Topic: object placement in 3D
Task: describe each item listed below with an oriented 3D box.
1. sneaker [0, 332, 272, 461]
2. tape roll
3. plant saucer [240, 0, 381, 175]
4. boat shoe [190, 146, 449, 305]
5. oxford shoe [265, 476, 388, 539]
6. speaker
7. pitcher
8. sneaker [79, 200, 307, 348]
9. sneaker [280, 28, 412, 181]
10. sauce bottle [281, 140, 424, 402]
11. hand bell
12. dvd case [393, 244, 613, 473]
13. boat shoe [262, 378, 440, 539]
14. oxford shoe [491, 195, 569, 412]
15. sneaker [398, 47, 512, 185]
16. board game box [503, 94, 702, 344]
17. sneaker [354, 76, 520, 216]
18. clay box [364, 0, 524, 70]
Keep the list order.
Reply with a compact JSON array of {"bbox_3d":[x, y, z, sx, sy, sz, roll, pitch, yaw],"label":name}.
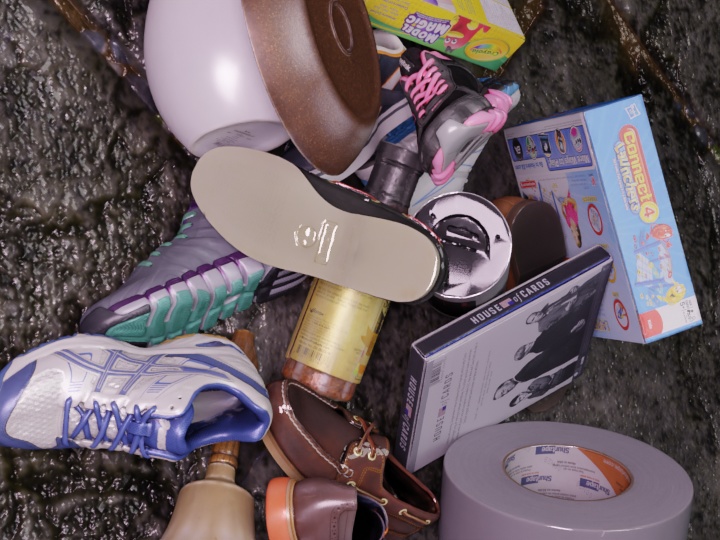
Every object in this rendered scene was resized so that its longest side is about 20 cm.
[{"bbox_3d":[-0.153,0.090,1.026,0.199,0.088,0.076,-9,120,-27],"label":"sneaker"},{"bbox_3d":[0.162,0.190,1.215,0.199,0.200,0.067,-14,115,-42],"label":"tape roll"},{"bbox_3d":[-0.028,-0.169,1.088,0.200,0.036,0.202,-14,90,-70],"label":"plant saucer"},{"bbox_3d":[-0.030,-0.030,1.101,0.074,0.200,0.063,-67,166,4],"label":"boat shoe"},{"bbox_3d":[-0.010,0.208,1.122,0.200,0.072,0.072,63,23,-60],"label":"oxford shoe"},{"bbox_3d":[0.080,-0.009,1.206,0.200,0.081,0.082,56,34,-83],"label":"speaker"},{"bbox_3d":[-0.092,-0.187,1.148,0.171,0.121,0.202,10,64,-56],"label":"pitcher"},{"bbox_3d":[-0.131,-0.002,1.119,0.199,0.075,0.088,-21,65,-36],"label":"sneaker"},{"bbox_3d":[-0.019,-0.129,1.219,0.200,0.078,0.080,-47,119,-48],"label":"sneaker"},{"bbox_3d":[0.000,0.000,1.179,0.066,0.066,0.201,20,93,-38],"label":"sauce bottle"},{"bbox_3d":[-0.101,0.134,1.111,0.104,0.104,0.201,30,51,-34],"label":"hand bell"},{"bbox_3d":[0.117,0.074,1.248,0.199,0.025,0.151,-25,144,-27],"label":"dvd case"},{"bbox_3d":[-0.008,0.141,1.159,0.200,0.070,0.071,49,30,-42],"label":"boat shoe"},{"bbox_3d":[0.149,0.027,1.353,0.071,0.071,0.202,-15,109,-24],"label":"oxford shoe"},{"bbox_3d":[0.060,-0.128,1.166,0.095,0.079,0.200,47,12,-4],"label":"sneaker"},{"bbox_3d":[0.206,-0.043,1.322,0.056,0.200,0.197,-17,96,-13],"label":"board game box"},{"bbox_3d":[0.072,-0.100,1.309,0.200,0.075,0.087,-36,117,-34],"label":"sneaker"},{"bbox_3d":[0.041,-0.247,1.283,0.199,0.048,0.115,12,46,-39],"label":"clay box"}]
